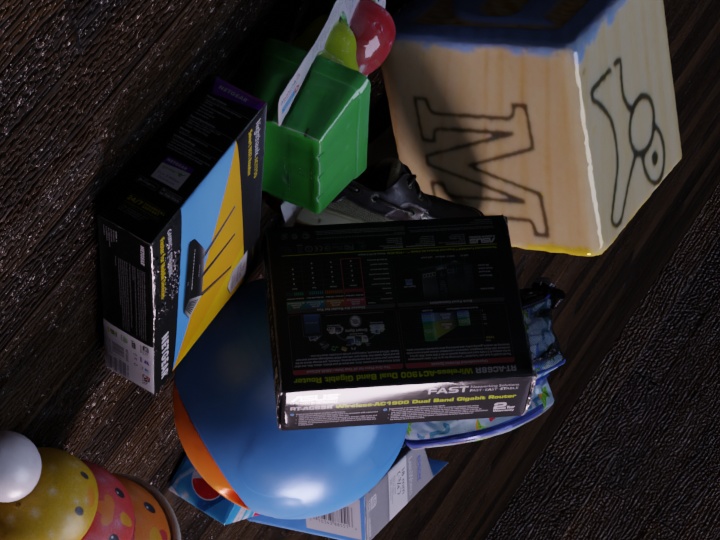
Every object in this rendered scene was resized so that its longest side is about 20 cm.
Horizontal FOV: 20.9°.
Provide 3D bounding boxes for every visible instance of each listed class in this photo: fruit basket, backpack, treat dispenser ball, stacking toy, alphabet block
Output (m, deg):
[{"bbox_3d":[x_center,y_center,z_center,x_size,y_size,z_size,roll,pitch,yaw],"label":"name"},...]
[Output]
[{"bbox_3d":[-0.025,-0.156,1.499,0.186,0.093,0.201,92,16,-61],"label":"fruit basket"},{"bbox_3d":[0.098,0.102,1.986,0.199,0.182,0.148,-12,90,-54],"label":"backpack"},{"bbox_3d":[-0.057,0.105,1.617,0.201,0.200,0.201,-53,164,-23],"label":"treat dispenser ball"},{"bbox_3d":[-0.226,0.178,1.403,0.147,0.145,0.200,-55,149,-17],"label":"stacking toy"},{"bbox_3d":[0.152,-0.152,1.708,0.195,0.195,0.201,-43,131,-44],"label":"alphabet block"}]

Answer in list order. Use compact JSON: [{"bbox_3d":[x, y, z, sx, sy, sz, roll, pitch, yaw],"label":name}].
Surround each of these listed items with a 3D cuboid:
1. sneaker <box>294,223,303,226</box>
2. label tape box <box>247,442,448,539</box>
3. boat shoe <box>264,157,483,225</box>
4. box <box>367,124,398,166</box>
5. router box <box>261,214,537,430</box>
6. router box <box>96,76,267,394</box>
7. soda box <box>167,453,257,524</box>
[{"bbox_3d":[0.000,0.000,1.751,0.074,0.081,0.200,-28,149,11],"label":"sneaker"},{"bbox_3d":[-0.012,0.206,2.049,0.200,0.143,0.064,-37,130,-55],"label":"label tape box"},{"bbox_3d":[0.021,-0.061,1.632,0.072,0.199,0.066,-123,-133,-60],"label":"boat shoe"},{"bbox_3d":[0.023,-0.031,1.858,0.095,0.077,0.201,-45,159,-43],"label":"box"},{"bbox_3d":[0.027,0.040,1.506,0.062,0.198,0.151,95,-10,-56],"label":"router box"},{"bbox_3d":[-0.129,-0.023,1.422,0.150,0.051,0.201,-54,165,-31],"label":"router box"},{"bbox_3d":[-0.109,0.191,1.866,0.065,0.068,0.200,-62,165,7],"label":"soda box"}]
